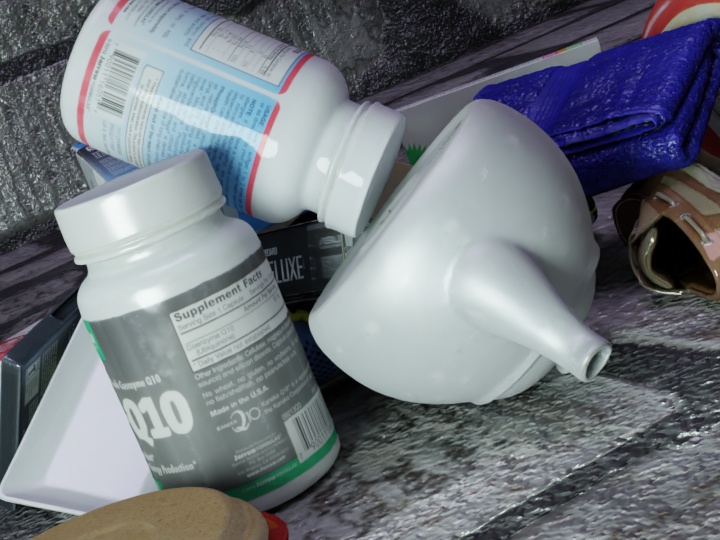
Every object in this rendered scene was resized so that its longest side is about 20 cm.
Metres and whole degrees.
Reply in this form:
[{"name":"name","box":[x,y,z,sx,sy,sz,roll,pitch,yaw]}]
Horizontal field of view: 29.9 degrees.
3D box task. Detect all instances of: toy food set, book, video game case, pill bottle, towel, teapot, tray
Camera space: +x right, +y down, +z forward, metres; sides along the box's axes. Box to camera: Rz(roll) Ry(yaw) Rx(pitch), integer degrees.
[{"name":"toy food set","box":[-0.128,0.165,0.657,0.199,0.049,0.198,-12,15,41]},{"name":"book","box":[0.145,-0.120,1.254,0.199,0.134,0.048,-19,12,11]},{"name":"video game case","box":[-0.200,0.063,0.993,0.019,0.143,0.200,22,38,12]},{"name":"pill bottle","box":[-0.078,-0.097,0.850,0.199,0.109,0.109,24,21,6]},{"name":"towel","box":[0.151,-0.109,0.949,0.199,0.050,0.148,-12,38,38]},{"name":"teapot","box":[0.073,0.008,0.802,0.197,0.146,0.200,-48,7,46]},{"name":"pill bottle","box":[-0.097,0.039,0.796,0.112,0.201,0.113,-21,11,4]},{"name":"tray","box":[-0.150,0.078,0.894,0.107,0.022,0.201,8,54,16]}]

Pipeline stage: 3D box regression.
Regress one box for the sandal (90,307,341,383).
[{"name":"sandal","box":[-0.102,0.088,0.946,0.199,0.080,0.087,-16,48,-8]}]

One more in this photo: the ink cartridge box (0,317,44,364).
[{"name":"ink cartridge box","box":[-0.221,0.065,1.192,0.146,0.083,0.200,-14,14,34]}]

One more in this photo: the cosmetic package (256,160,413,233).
[{"name":"cosmetic package","box":[-0.045,-0.058,1.165,0.199,0.104,0.073,12,-11,-40]}]

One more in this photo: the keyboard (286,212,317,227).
[{"name":"keyboard","box":[-0.086,0.012,1.101,0.200,0.040,0.104,-40,-29,14]}]

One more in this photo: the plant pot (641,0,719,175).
[{"name":"plant pot","box":[0.320,-0.171,1.014,0.182,0.201,0.200,-32,16,-34]}]

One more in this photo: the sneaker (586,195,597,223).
[{"name":"sneaker","box":[0.132,-0.048,1.134,0.076,0.076,0.200,-32,4,-15]}]

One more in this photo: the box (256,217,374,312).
[{"name":"box","box":[0.000,0.000,0.995,0.157,0.050,0.199,-11,-9,43]}]

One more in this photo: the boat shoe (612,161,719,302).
[{"name":"boat shoe","box":[0.204,-0.023,0.863,0.071,0.076,0.200,-25,10,-10]}]

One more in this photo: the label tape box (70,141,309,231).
[{"name":"label tape box","box":[-0.123,-0.075,0.997,0.143,0.066,0.200,-23,21,-15]}]
